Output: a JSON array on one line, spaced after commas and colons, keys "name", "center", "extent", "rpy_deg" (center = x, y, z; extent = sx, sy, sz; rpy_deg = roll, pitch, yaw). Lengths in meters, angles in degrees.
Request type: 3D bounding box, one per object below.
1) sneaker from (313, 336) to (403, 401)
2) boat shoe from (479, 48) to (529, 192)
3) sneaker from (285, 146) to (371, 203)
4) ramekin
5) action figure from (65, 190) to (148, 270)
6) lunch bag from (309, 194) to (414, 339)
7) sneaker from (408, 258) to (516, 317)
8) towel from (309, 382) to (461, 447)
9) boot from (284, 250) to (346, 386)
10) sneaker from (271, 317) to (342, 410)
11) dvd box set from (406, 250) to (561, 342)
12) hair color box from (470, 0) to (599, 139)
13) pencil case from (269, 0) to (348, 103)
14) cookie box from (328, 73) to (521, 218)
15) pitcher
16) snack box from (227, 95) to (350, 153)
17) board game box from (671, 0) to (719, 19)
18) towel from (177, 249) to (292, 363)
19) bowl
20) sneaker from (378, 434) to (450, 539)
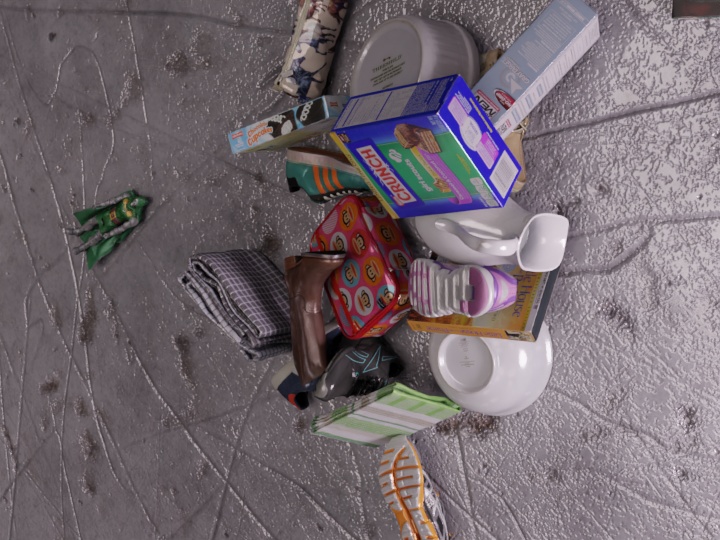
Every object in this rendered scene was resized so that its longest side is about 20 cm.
[{"name": "sneaker", "center": [0.001, 0.155, 1.561], "extent": [0.079, 0.200, 0.076], "rpy_deg": [38, 121, 13]}, {"name": "boat shoe", "center": [0.201, -0.211, 1.443], "extent": [0.065, 0.072, 0.202], "rpy_deg": [-20, 81, 35]}, {"name": "sneaker", "center": [-0.036, -0.142, 1.617], "extent": [0.198, 0.071, 0.081], "rpy_deg": [17, 112, 36]}, {"name": "ramekin", "center": [0.069, -0.268, 1.463], "extent": [0.201, 0.094, 0.205], "rpy_deg": [-17, 67, 47]}, {"name": "action figure", "center": [-0.470, -0.094, 1.924], "extent": [0.199, 0.054, 0.119], "rpy_deg": [-27, 80, 30]}, {"name": "lunch bag", "center": [0.000, 0.000, 1.588], "extent": [0.176, 0.081, 0.202], "rpy_deg": [-45, 59, 41]}, {"name": "sneaker", "center": [0.143, 0.024, 1.422], "extent": [0.199, 0.088, 0.082], "rpy_deg": [7, 99, 57]}, {"name": "towel", "center": [0.037, 0.222, 1.575], "extent": [0.199, 0.148, 0.031], "rpy_deg": [-31, 52, 40]}, {"name": "boot", "center": [-0.063, 0.074, 1.556], "extent": [0.186, 0.063, 0.203], "rpy_deg": [167, 100, -68]}, {"name": "sneaker", "center": [-0.064, 0.154, 1.683], "extent": [0.085, 0.075, 0.200], "rpy_deg": [49, 127, 12]}, {"name": "dvd box set", "center": [0.177, 0.027, 1.468], "extent": [0.198, 0.029, 0.147], "rpy_deg": [4, 57, 34]}, {"name": "hair color box", "center": [0.226, -0.267, 1.357], "extent": [0.061, 0.099, 0.200], "rpy_deg": [44, 97, 14]}, {"name": "pencil case", "center": [-0.075, -0.363, 1.590], "extent": [0.077, 0.089, 0.202], "rpy_deg": [28, 111, 27]}, {"name": "cookie box", "center": [0.084, -0.157, 1.353], "extent": [0.199, 0.076, 0.171], "rpy_deg": [-2, 137, 46]}, {"name": "pitcher", "center": [0.160, -0.059, 1.414], "extent": [0.199, 0.171, 0.123], "rpy_deg": [21, 106, 39]}, {"name": "snack box", "center": [-0.098, -0.229, 1.610], "extent": [0.198, 0.116, 0.038], "rpy_deg": [-15, 90, 34]}, {"name": "board game box", "center": [0.484, -0.365, 1.255], "extent": [0.198, 0.023, 0.106], "rpy_deg": [8, 100, 33]}, {"name": "towel", "center": [-0.180, 0.049, 1.684], "extent": [0.200, 0.165, 0.086], "rpy_deg": [46, 113, 19]}, {"name": "bowl", "center": [0.174, 0.125, 1.503], "extent": [0.199, 0.090, 0.204], "rpy_deg": [6, 102, 32]}, {"name": "sneaker", "center": [0.088, 0.356, 1.610], "extent": [0.078, 0.077, 0.202], "rpy_deg": [-17, 86, 34]}]
